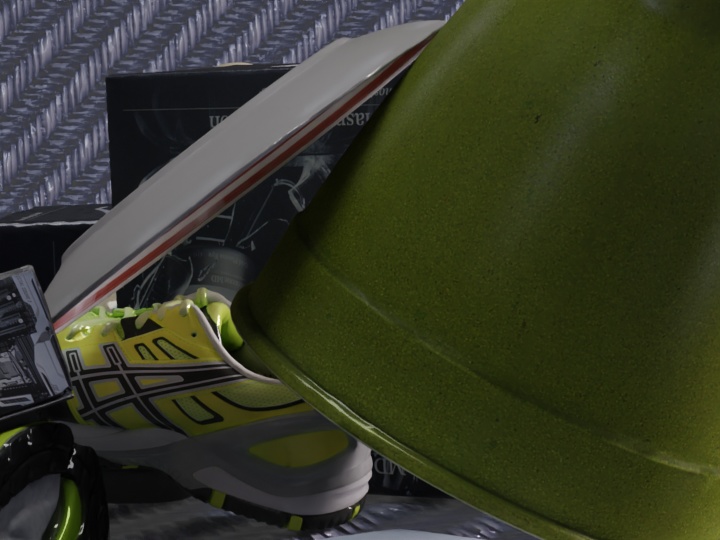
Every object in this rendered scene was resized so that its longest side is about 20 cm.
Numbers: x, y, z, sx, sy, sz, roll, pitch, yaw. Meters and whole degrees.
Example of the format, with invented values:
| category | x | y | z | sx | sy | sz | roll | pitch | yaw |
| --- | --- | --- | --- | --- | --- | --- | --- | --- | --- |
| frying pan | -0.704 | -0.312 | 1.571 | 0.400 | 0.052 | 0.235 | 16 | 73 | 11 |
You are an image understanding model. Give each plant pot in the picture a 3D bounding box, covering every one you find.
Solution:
| category | x | y | z | sx | sy | sz | roll | pitch | yaw |
| --- | --- | --- | --- | --- | --- | --- | --- | --- | --- |
| plant pot | 0.085 | -0.027 | 0.963 | 0.200 | 0.193 | 0.200 | 26 | 11 | -6 |

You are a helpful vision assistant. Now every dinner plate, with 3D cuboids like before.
| category | x | y | z | sx | sy | sz | roll | pitch | yaw |
| --- | --- | --- | --- | --- | --- | --- | --- | --- | --- |
| dinner plate | -0.051 | -0.037 | 1.012 | 0.200 | 0.024 | 0.200 | -39 | 2 | 1 |

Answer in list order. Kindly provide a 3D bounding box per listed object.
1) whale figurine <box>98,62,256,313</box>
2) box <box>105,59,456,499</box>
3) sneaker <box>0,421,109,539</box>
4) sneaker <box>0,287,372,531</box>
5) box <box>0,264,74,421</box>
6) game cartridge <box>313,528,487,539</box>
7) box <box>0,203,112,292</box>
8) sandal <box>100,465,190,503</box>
| category | x | y | z | sx | sy | sz | roll | pitch | yaw |
| --- | --- | --- | --- | --- | --- | --- | --- | --- | --- |
| whale figurine | -0.067 | -0.008 | 1.341 | 0.103 | 0.159 | 0.200 | 23 | 46 | 8 |
| box | 0.000 | 0.000 | 1.198 | 0.199 | 0.183 | 0.104 | 0 | 6 | 32 |
| sneaker | -0.158 | 0.099 | 0.871 | 0.081 | 0.074 | 0.200 | -17 | -4 | 26 |
| sneaker | -0.086 | 0.039 | 1.107 | 0.199 | 0.077 | 0.075 | 15 | 16 | 6 |
| box | -0.215 | 0.054 | 0.951 | 0.199 | 0.050 | 0.158 | -18 | 2 | -21 |
| game cartridge | -0.022 | 0.110 | 0.794 | 0.200 | 0.041 | 0.133 | -7 | 10 | -44 |
| box | -0.097 | 0.016 | 1.512 | 0.199 | 0.105 | 0.148 | -2 | 5 | 5 |
| sandal | -0.144 | 0.085 | 1.113 | 0.200 | 0.043 | 0.076 | 6 | 21 | -44 |
